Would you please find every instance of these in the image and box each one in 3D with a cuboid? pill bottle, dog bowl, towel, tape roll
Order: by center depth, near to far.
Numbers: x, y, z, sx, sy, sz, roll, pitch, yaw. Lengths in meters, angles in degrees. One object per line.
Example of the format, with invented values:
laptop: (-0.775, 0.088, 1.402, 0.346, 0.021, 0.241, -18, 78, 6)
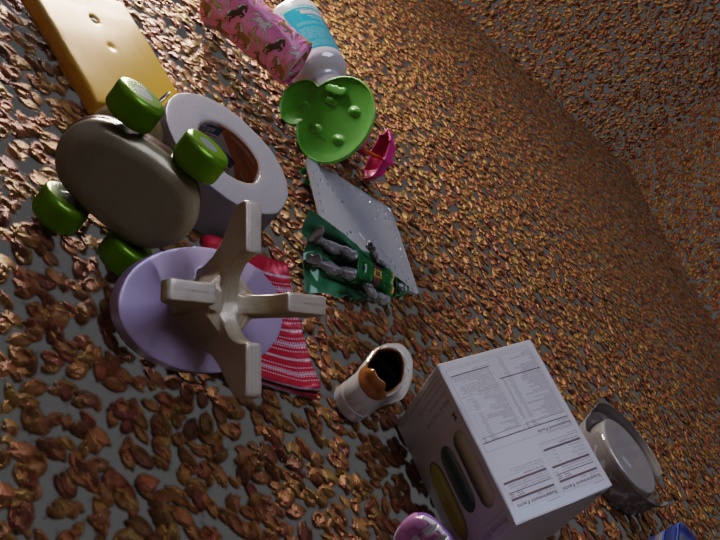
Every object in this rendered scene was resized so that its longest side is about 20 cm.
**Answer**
towel: (-0.121, 0.052, 1.035, 0.143, 0.022, 0.203, 23, 36, -41)
tape roll: (-0.188, -0.132, 1.126, 0.199, 0.066, 0.202, 36, 29, -24)
dog bowl: (0.454, 0.334, 1.521, 0.199, 0.059, 0.202, 37, 28, -23)
pill bottle: (-0.092, -0.385, 1.563, 0.110, 0.111, 0.203, 15, 41, -49)

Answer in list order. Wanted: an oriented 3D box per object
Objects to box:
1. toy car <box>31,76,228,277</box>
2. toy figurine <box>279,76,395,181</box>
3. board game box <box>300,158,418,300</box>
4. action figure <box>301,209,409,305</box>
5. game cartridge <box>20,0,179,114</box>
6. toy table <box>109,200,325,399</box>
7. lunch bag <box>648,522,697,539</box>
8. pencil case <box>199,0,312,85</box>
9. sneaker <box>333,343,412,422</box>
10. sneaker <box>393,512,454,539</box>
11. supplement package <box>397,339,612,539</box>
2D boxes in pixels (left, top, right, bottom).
toy car: (-0.242, -0.122, 0.942, 0.157, 0.165, 0.201, 37, 16, -22)
toy figurine: (-0.021, -0.227, 1.483, 0.198, 0.152, 0.184, 29, -3, 32)
board game box: (-0.004, -0.063, 1.367, 0.198, 0.026, 0.203, 28, 33, -37)
action figure: (0.000, 0.000, 1.239, 0.198, 0.054, 0.121, 25, 62, -43)
game cartridge: (-0.335, -0.283, 1.141, 0.202, 0.032, 0.175, 58, 27, 12)
toy table: (-0.135, 0.033, 0.868, 0.197, 0.116, 0.189, -8, 88, -42)
lunch bag: (0.491, 0.491, 1.284, 0.201, 0.132, 0.135, 51, 26, 7)
pencil case: (-0.174, -0.399, 1.453, 0.198, 0.087, 0.083, 37, 46, -2)
sneaker: (0.041, 0.129, 1.117, 0.073, 0.085, 0.200, 48, 24, 4)
sneaker: (0.107, 0.350, 0.942, 0.202, 0.080, 0.088, 56, 20, 3)
supplement package: (0.167, 0.223, 1.058, 0.148, 0.153, 0.203, -11, 58, -28)
